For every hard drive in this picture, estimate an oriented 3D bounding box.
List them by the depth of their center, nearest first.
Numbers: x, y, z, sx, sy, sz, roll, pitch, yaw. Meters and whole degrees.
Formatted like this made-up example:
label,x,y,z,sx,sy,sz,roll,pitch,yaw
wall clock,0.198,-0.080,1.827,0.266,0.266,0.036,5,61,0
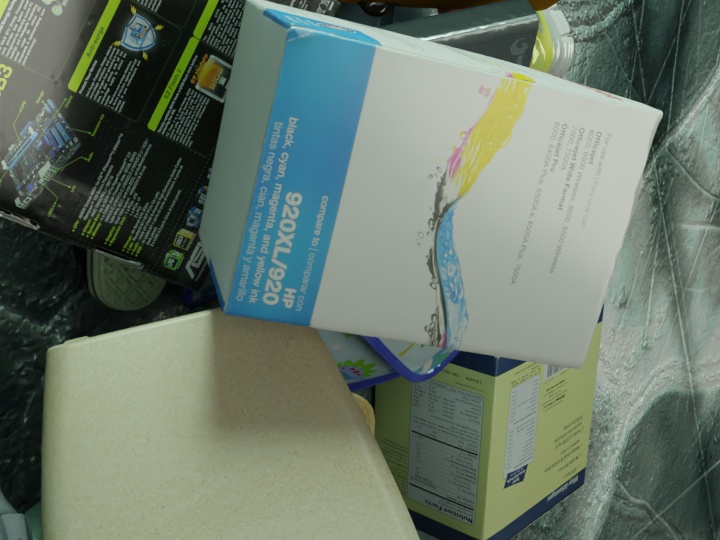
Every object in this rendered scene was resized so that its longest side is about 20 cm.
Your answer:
label,x,y,z,sx,sy,sz,roll,pitch,yaw
hard drive,0.026,-0.122,0.792,0.199,0.033,0.140,-15,146,-13

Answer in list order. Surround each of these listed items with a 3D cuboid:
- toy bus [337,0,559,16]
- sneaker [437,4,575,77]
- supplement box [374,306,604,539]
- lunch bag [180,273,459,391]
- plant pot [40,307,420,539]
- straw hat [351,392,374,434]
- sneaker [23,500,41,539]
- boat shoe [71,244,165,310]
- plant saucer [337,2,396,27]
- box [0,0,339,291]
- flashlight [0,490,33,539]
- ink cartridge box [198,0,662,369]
label,x,y,z,sx,sy,sz,roll,pitch,yaw
toy bus,0.054,-0.231,0.783,0.199,0.065,0.079,-1,86,-12
sneaker,0.091,-0.232,0.859,0.090,0.078,0.201,-28,84,-36
supplement box,0.123,0.132,1.045,0.200,0.134,0.201,-18,117,-48
lunch bag,0.000,0.000,0.770,0.170,0.199,0.128,48,30,-50
plant pot,-0.094,0.115,0.623,0.199,0.200,0.178,-12,88,-17
straw hat,-0.085,0.156,0.823,0.201,0.085,0.202,-36,143,-34
sneaker,-0.155,0.215,0.766,0.118,0.074,0.201,-43,131,-26
boat shoe,-0.147,-0.076,0.680,0.074,0.062,0.201,-2,108,-37
plant saucer,-0.007,-0.131,0.878,0.070,0.019,0.201,-10,112,-50
box,-0.130,-0.109,0.608,0.193,0.047,0.201,24,94,-39
flashlight,-0.213,0.077,0.562,0.068,0.068,0.201,-2,66,-47
ink cartridge box,0.028,-0.049,0.587,0.199,0.147,0.145,10,105,-17
